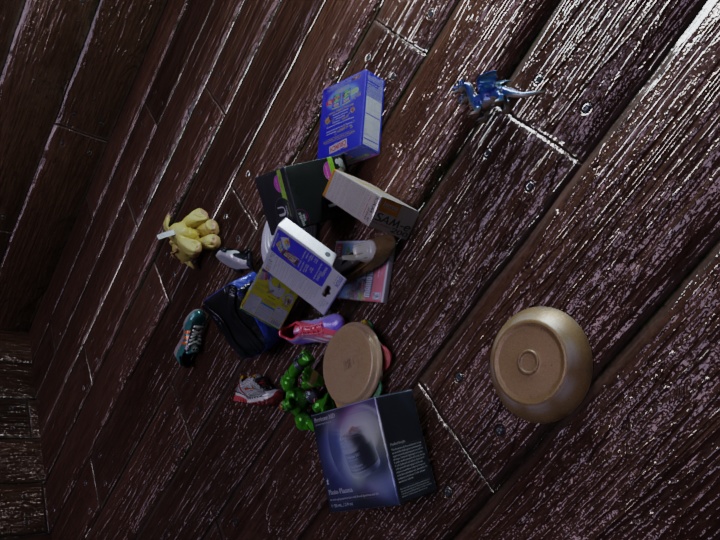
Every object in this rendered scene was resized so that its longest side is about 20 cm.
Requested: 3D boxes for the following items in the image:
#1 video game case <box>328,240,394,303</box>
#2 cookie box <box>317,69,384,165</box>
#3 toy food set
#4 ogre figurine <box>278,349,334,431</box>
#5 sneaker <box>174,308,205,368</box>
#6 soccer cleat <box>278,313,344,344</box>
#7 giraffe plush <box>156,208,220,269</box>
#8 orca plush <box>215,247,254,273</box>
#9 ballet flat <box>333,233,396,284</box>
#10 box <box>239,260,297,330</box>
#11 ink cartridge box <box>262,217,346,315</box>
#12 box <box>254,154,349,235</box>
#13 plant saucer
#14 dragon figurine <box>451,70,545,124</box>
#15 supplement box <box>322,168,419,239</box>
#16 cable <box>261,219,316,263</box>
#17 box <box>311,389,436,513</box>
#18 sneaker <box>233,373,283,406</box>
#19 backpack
[{"bbox_3d":[0.000,0.000,1.417,0.199,0.017,0.144,2,81,49],"label":"video game case"},{"bbox_3d":[-0.026,-0.377,1.508,0.170,0.075,0.202,-7,74,47],"label":"cookie box"},{"bbox_3d":[-0.012,0.215,1.347,0.198,0.048,0.201,-47,48,29],"label":"toy food set"},{"bbox_3d":[-0.128,0.304,1.417,0.120,0.098,0.201,-30,96,36],"label":"ogre figurine"},{"bbox_3d":[-0.538,0.223,1.922,0.080,0.071,0.201,41,115,41],"label":"sneaker"},{"bbox_3d":[-0.119,0.146,1.464,0.199,0.076,0.067,-17,68,46],"label":"soccer cleat"},{"bbox_3d":[-0.577,-0.090,2.002,0.162,0.198,0.174,114,144,-57],"label":"giraffe plush"},{"bbox_3d":[-0.362,-0.051,1.797,0.071,0.105,0.199,-50,22,-23],"label":"orca plush"},{"bbox_3d":[-0.007,-0.027,1.364,0.199,0.072,0.068,-31,59,39],"label":"ballet flat"},{"bbox_3d":[-0.211,0.036,1.516,0.201,0.117,0.048,-62,14,-13],"label":"box"},{"bbox_3d":[-0.128,-0.005,1.401,0.043,0.200,0.198,-50,-3,-34],"label":"ink cartridge box"},{"bbox_3d":[-0.127,-0.184,1.444,0.124,0.199,0.150,-8,100,47],"label":"box"},{"bbox_3d":[0.297,0.160,1.026,0.199,0.035,0.202,-16,68,45],"label":"plant saucer"},{"bbox_3d":[0.265,-0.361,1.191,0.199,0.059,0.100,-13,70,47],"label":"dragon figurine"},{"bbox_3d":[0.021,-0.152,1.355,0.200,0.125,0.074,38,107,47],"label":"supplement box"},{"bbox_3d":[-0.200,-0.093,1.628,0.201,0.069,0.200,-59,44,18],"label":"cable"},{"bbox_3d":[0.020,0.361,1.190,0.199,0.123,0.200,-27,70,40],"label":"box"},{"bbox_3d":[-0.276,0.317,1.591,0.199,0.078,0.083,-5,74,47],"label":"sneaker"},{"bbox_3d":[-0.288,0.120,1.600,0.162,0.167,0.201,-29,91,43],"label":"backpack"}]
